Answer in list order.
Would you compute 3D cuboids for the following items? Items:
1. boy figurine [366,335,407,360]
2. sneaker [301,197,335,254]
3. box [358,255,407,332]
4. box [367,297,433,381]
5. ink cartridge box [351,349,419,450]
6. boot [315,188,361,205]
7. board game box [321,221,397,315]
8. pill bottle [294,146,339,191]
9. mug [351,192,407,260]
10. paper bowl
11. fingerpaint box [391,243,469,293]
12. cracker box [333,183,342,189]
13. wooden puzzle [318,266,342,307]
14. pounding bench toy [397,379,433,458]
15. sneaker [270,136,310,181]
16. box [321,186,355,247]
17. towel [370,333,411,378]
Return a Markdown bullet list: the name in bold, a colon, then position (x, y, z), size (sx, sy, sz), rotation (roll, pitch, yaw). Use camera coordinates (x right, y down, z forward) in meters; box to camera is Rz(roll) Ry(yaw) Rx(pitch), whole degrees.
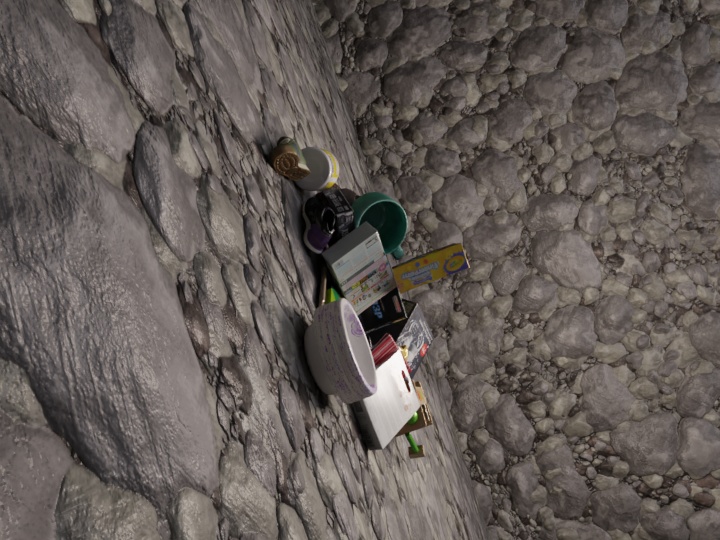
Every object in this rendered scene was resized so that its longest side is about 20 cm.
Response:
- **boy figurine**: position (0.068, 0.219, 1.576), size (0.197, 0.123, 0.066), rotation (16, 64, -44)
- **sneaker**: position (-0.095, -0.133, 1.495), size (0.075, 0.088, 0.202), rotation (30, 30, -30)
- **box**: position (0.028, 0.063, 1.658), size (0.046, 0.155, 0.205), rotation (51, 21, -75)
- **box**: position (0.118, 0.214, 1.778), size (0.184, 0.102, 0.201), rotation (-57, 142, -22)
- **ink cartridge box**: position (0.058, 0.307, 1.427), size (0.199, 0.049, 0.166), rotation (-32, 103, -53)
- **boot**: position (-0.030, -0.180, 1.735), size (0.185, 0.065, 0.199), rotation (35, -14, -22)
- **board game box**: position (0.000, 0.000, 1.518), size (0.064, 0.146, 0.202), rotation (42, -19, 46)
- **pill bottle**: position (-0.119, -0.280, 1.640), size (0.200, 0.112, 0.117), rotation (-52, 121, -80)
- **mug**: position (0.039, -0.117, 1.600), size (0.114, 0.148, 0.190), rotation (-134, -142, -58)
- **paper bowl**: position (-0.045, 0.167, 1.192), size (0.201, 0.102, 0.205), rotation (-20, 91, -80)
- **fingerpaint box**: position (0.187, -0.010, 1.623), size (0.167, 0.196, 0.075), rotation (-42, 111, -86)
- **cracker box**: position (-0.024, -0.189, 1.913), size (0.199, 0.058, 0.134), rotation (41, -4, 24)
- **wooden puzzle**: position (-0.053, 0.111, 1.468), size (0.186, 0.036, 0.203), rotation (-92, 161, -62)
- **pounding bench toy**: position (0.127, 0.419, 1.624), size (0.156, 0.122, 0.205), rotation (40, 32, -72)
- **sneaker**: position (-0.185, -0.288, 1.448), size (0.091, 0.066, 0.200), rotation (64, 8, 10)
- **box**: position (-0.054, -0.098, 1.579), size (0.158, 0.049, 0.204), rotation (-120, -159, -56)
- **towel**: position (0.050, 0.256, 1.501), size (0.022, 0.144, 0.201), rotation (40, -13, 40)
